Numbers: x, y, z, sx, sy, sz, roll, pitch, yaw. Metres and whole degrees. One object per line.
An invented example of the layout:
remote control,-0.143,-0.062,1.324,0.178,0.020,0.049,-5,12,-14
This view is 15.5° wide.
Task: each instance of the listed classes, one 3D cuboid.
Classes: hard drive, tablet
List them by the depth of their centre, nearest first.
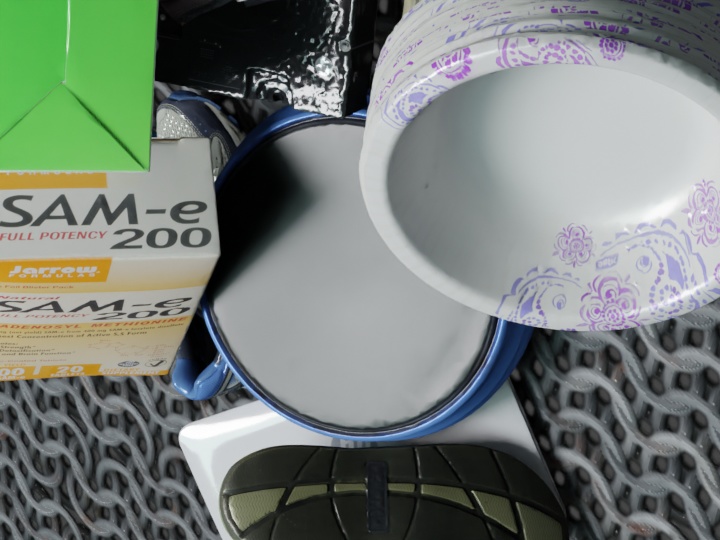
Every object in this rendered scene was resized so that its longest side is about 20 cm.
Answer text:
hard drive,-0.054,-0.191,1.409,0.140,0.038,0.200,12,109,21
tablet,0.006,0.119,1.532,0.200,0.014,0.130,-19,105,17

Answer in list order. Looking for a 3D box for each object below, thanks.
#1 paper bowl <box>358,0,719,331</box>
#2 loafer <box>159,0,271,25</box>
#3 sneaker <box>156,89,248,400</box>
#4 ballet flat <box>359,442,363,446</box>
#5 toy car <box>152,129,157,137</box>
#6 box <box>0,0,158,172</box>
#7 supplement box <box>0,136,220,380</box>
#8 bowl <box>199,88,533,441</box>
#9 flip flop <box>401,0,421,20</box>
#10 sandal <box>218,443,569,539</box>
paper bowl,0.103,-0.071,1.264,0.200,0.104,0.201,5,141,4
loafer,-0.010,-0.171,1.335,0.063,0.200,0.072,56,-171,-23
sneaker,-0.097,-0.010,1.617,0.077,0.085,0.200,11,120,48
ballet flat,0.001,0.024,1.547,0.064,0.076,0.200,-129,21,-75
toy car,-0.251,-0.041,1.688,0.184,0.200,0.177,38,138,29
box,-0.162,-0.164,1.362,0.176,0.097,0.200,-131,43,-72
supplement box,-0.156,-0.003,1.480,0.200,0.126,0.074,118,147,-66
bowl,0.000,0.000,1.465,0.200,0.039,0.201,5,104,21
flip flop,0.033,-0.160,1.284,0.058,0.081,0.200,43,162,26
sandal,0.020,0.136,1.494,0.057,0.201,0.080,117,162,-73
